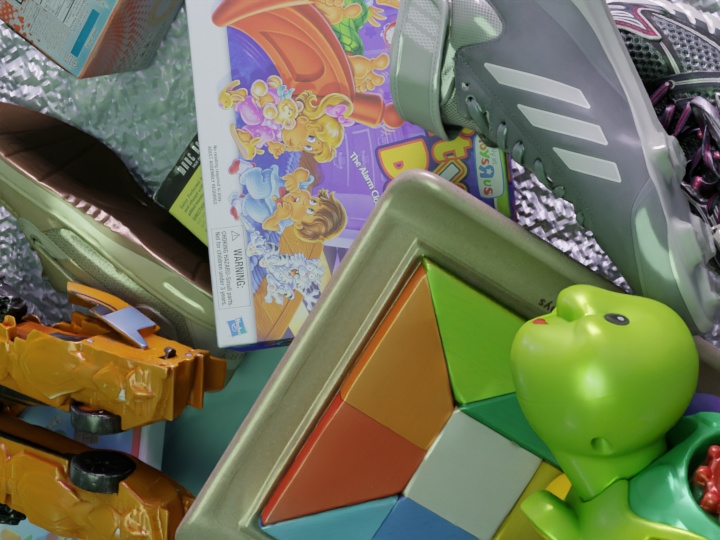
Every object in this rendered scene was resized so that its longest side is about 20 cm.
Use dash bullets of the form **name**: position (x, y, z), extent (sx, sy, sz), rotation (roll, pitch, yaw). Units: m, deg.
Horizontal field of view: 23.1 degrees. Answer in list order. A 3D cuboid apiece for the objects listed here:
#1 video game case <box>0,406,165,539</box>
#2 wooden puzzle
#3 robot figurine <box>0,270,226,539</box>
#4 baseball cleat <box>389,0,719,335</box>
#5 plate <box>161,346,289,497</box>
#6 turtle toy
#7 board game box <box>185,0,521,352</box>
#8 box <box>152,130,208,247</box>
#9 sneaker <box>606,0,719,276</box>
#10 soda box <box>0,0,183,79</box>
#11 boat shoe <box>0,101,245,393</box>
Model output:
- **video game case**: position (-0.190, 0.120, 0.907), extent (0.198, 0.017, 0.144), rotation (-8, 65, 26)
- **wooden puzzle**: position (0.046, 0.085, 0.735), extent (0.184, 0.037, 0.201), rotation (31, 104, -10)
- **robot figurine**: position (-0.155, 0.064, 0.847), extent (0.199, 0.058, 0.146), rotation (16, 109, 35)
- **baseball cleat**: position (0.074, -0.056, 0.711), extent (0.106, 0.070, 0.202), rotation (-23, 71, 16)
- **plate**: position (-0.068, 0.123, 0.852), extent (0.199, 0.025, 0.202), rotation (-20, 58, 36)
- **turtle toy**: position (0.128, 0.092, 0.656), extent (0.200, 0.146, 0.101), rotation (40, 92, -11)
- **board game box**: position (-0.004, -0.072, 0.777), extent (0.133, 0.045, 0.202), rotation (-7, 84, 9)
- **box**: position (0.000, 0.000, 0.828), extent (0.200, 0.050, 0.075), rotation (41, 112, 12)
- **sneaker**: position (0.157, -0.043, 0.739), extent (0.200, 0.075, 0.081), rotation (42, 113, 11)
- **soda box**: position (-0.094, -0.189, 0.821), extent (0.063, 0.068, 0.201), rotation (37, 113, 12)
- **boat shoe**: position (-0.134, -0.014, 0.871), extent (0.199, 0.072, 0.065), rotation (35, 117, 15)
